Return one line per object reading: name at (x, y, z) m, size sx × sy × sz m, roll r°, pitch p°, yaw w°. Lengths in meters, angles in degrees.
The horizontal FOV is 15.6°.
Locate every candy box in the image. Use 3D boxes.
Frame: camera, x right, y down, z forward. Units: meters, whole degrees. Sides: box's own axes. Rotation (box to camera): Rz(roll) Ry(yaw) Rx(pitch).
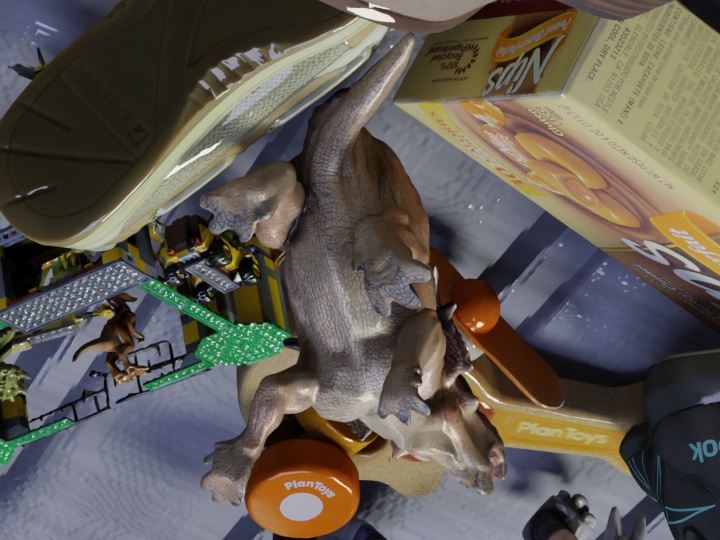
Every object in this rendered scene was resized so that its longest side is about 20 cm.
candy box at (0.122, -0.028, 0.914) m, size 0.200 × 0.055 × 0.115 m, roll 33°, pitch 168°, yaw -25°

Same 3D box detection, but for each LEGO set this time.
LEGO set at (-0.131, -0.013, 1.024) m, size 0.200 × 0.116 × 0.154 m, roll -26°, pitch 150°, yaw 28°

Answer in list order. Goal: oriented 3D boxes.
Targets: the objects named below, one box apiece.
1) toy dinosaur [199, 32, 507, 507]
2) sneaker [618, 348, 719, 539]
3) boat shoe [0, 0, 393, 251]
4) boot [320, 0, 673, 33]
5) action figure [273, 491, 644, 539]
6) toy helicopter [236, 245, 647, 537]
toy dinosaur at (0.000, 0.000, 0.939) m, size 0.086 × 0.136 × 0.200 m, roll 3°, pitch 114°, yaw 15°
sneaker at (0.137, 0.087, 1.001) m, size 0.075 × 0.079 × 0.200 m, roll -9°, pitch 164°, yaw 8°
boat shoe at (-0.037, -0.081, 0.887) m, size 0.201 × 0.073 × 0.063 m, roll -45°, pitch 163°, yaw 8°
boot at (0.069, -0.124, 0.700) m, size 0.200 × 0.070 × 0.146 m, roll 3°, pitch 153°, yaw -41°
action figure at (0.048, 0.149, 1.129) m, size 0.200 × 0.130 × 0.069 m, roll 10°, pitch 150°, yaw 31°
toy helicopter at (0.050, 0.047, 1.069) m, size 0.200 × 0.079 × 0.132 m, roll 9°, pitch 134°, yaw -12°
